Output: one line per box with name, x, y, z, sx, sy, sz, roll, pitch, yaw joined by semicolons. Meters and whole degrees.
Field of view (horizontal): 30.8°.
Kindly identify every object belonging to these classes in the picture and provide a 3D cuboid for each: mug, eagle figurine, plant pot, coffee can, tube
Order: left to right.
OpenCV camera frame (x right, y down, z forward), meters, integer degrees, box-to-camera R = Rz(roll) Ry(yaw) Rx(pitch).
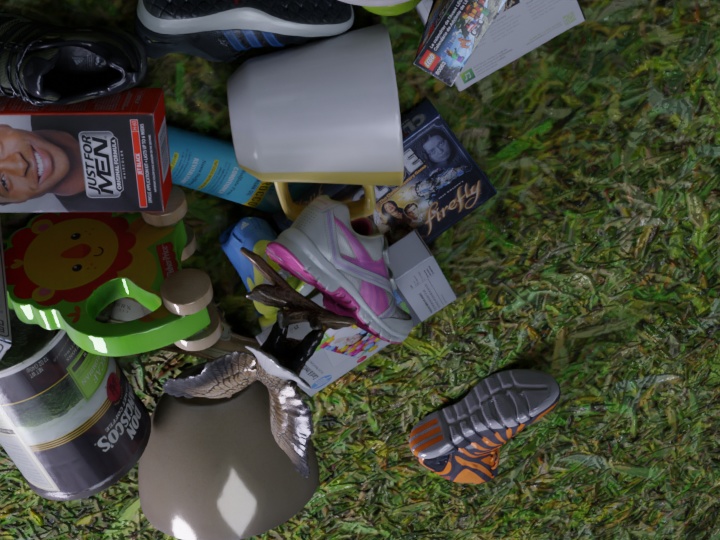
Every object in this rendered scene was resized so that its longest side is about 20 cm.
coffee can;-0.317;0.116;1.321;0.146;0.147;0.200;-22;132;-1
plant pot;-0.150;0.177;1.412;0.200;0.200;0.135;-11;118;-11
tube;-0.135;-0.100;1.282;0.200;0.050;0.077;13;133;-36
eagle figurine;-0.088;0.104;1.253;0.151;0.152;0.200;8;125;-40
mug;-0.041;-0.128;1.216;0.153;0.149;0.187;-7;101;-2

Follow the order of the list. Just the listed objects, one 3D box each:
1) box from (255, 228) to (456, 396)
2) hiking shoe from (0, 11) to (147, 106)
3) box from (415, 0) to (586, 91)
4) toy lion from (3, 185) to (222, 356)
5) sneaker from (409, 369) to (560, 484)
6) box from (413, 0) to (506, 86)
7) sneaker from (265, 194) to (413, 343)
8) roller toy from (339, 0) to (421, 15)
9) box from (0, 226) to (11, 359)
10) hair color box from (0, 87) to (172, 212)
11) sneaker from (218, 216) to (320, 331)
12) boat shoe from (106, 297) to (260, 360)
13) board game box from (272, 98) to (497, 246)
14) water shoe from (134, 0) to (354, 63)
box;0.000;0.049;1.397;0.200;0.041;0.156;-33;158;1
hiking shoe;-0.283;-0.179;1.103;0.199;0.101;0.076;-3;105;-5
box;0.114;-0.281;1.227;0.144;0.036;0.200;-29;133;5
toy lion;-0.242;0.006;1.221;0.191;0.200;0.069;-16;134;-8
sneaker;0.166;0.196;1.617;0.200;0.078;0.112;-25;137;16
box;0.103;-0.248;1.096;0.038;0.200;0.137;31;116;-7
sneaker;0.000;0.000;1.250;0.088;0.081;0.200;-55;138;-10
roller toy;0.008;-0.316;1.068;0.200;0.140;0.183;29;108;-20
box;-0.378;0.033;1.196;0.060;0.200;0.117;24;118;-33
hair color box;-0.275;-0.107;1.170;0.199;0.061;0.102;-1;121;2
sneaker;-0.094;0.000;1.365;0.076;0.105;0.200;-32;162;-14
boat shoe;-0.174;0.056;1.371;0.200;0.074;0.067;16;84;-48
board game box;0.027;-0.069;1.358;0.200;0.035;0.136;-37;133;8
water shoe;-0.107;-0.230;1.181;0.199;0.072;0.079;-2;156;-20
